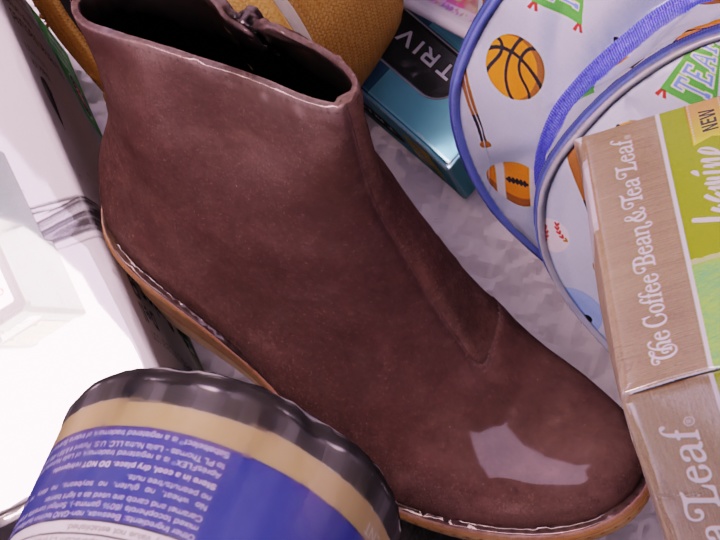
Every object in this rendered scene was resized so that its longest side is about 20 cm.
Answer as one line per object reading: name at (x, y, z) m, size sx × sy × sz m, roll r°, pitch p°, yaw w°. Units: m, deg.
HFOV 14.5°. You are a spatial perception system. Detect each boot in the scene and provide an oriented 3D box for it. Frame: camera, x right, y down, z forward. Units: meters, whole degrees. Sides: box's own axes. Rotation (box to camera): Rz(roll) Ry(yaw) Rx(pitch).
boot at (0.000, 0.000, 0.869) m, size 0.200 × 0.166 × 0.072 m, roll 26°, pitch 63°, yaw 19°

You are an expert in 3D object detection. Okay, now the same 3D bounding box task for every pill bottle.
pill bottle at (-0.069, 0.137, 0.823) m, size 0.112 × 0.112 × 0.200 m, roll 13°, pitch 57°, yaw 14°

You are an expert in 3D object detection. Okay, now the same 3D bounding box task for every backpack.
backpack at (0.124, -0.049, 0.919) m, size 0.190 × 0.154 × 0.200 m, roll 44°, pitch 114°, yaw -6°

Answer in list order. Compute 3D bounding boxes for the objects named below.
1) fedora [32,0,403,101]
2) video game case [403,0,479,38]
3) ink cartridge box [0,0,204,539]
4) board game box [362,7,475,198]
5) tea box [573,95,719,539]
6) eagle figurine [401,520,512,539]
fedora at (-0.044, -0.099, 0.965) m, size 0.201 × 0.201 × 0.082 m, roll 39°, pitch 73°, yaw 17°
video game case at (0.123, -0.133, 0.970) m, size 0.200 × 0.024 × 0.182 m, roll 27°, pitch 115°, yaw -6°
ink cartridge box at (-0.120, 0.002, 1.006) m, size 0.084 × 0.146 × 0.200 m, roll -25°, pitch 74°, yaw 2°
board game box at (0.048, -0.152, 1.059) m, size 0.151 × 0.047 × 0.200 m, roll 42°, pitch 88°, yaw 16°
tea box at (0.182, 0.048, 0.806) m, size 0.196 × 0.200 × 0.134 m, roll -15°, pitch 33°, yaw 7°
eagle figurine at (-0.018, 0.187, 0.921) m, size 0.200 × 0.152 × 0.151 m, roll -23°, pitch 31°, yaw -11°
